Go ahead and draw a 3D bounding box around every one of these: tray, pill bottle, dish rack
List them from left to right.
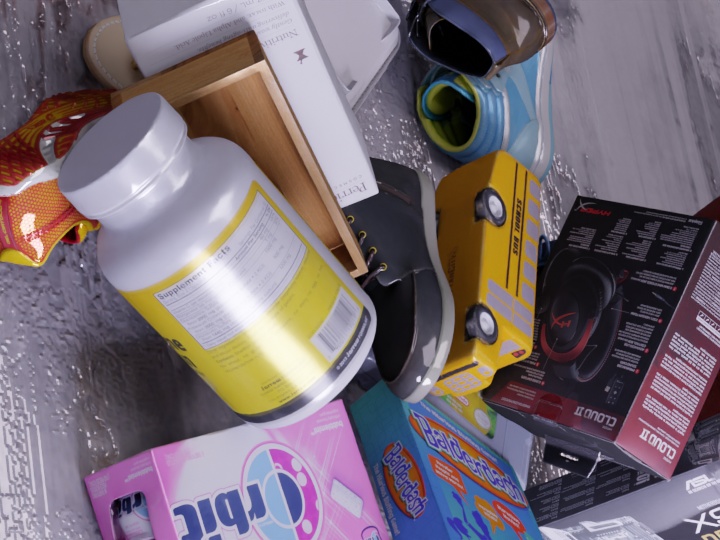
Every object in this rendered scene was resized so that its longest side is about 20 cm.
[{"bbox_3d":[-0.087,-0.007,1.062,0.200,0.111,0.113,49,40,-27],"label":"pill bottle"},{"bbox_3d":[-0.074,-0.054,1.139,0.201,0.098,0.037,63,4,-46],"label":"tray"},{"bbox_3d":[-0.045,-0.214,1.368,0.201,0.043,0.172,52,40,-17],"label":"dish rack"}]

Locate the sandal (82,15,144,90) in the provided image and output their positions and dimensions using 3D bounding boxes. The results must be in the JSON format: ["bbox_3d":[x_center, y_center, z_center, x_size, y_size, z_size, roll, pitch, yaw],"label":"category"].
[{"bbox_3d":[-0.092,-0.136,1.245,0.211,0.069,0.078,26,52,-40],"label":"sandal"}]

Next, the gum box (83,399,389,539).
[{"bbox_3d":[-0.075,0.159,1.111,0.199,0.066,0.115,-9,78,-52],"label":"gum box"}]

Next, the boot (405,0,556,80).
[{"bbox_3d":[0.060,-0.231,1.435,0.199,0.075,0.097,34,41,10],"label":"boot"}]

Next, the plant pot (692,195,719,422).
[{"bbox_3d":[0.317,0.061,1.550,0.201,0.175,0.200,55,38,-13],"label":"plant pot"}]

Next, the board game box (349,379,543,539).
[{"bbox_3d":[0.075,0.182,1.231,0.152,0.045,0.201,38,19,-35],"label":"board game box"}]

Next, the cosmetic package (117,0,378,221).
[{"bbox_3d":[-0.072,-0.121,1.159,0.082,0.112,0.201,-108,173,-46],"label":"cosmetic package"}]

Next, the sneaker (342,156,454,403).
[{"bbox_3d":[0.000,0.000,1.252,0.105,0.075,0.201,18,44,-27],"label":"sneaker"}]

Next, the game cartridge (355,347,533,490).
[{"bbox_3d":[0.068,0.068,1.361,0.200,0.040,0.134,40,41,-31],"label":"game cartridge"}]

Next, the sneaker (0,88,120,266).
[{"bbox_3d":[-0.181,-0.064,1.117,0.200,0.072,0.078,-46,140,-55],"label":"sneaker"}]

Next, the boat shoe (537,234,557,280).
[{"bbox_3d":[0.159,0.011,1.481,0.069,0.084,0.200,53,18,6],"label":"boat shoe"}]

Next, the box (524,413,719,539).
[{"bbox_3d":[0.246,0.202,1.369,0.158,0.199,0.050,44,38,-27],"label":"box"}]

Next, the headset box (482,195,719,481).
[{"bbox_3d":[0.191,0.056,1.321,0.075,0.148,0.202,33,78,-36],"label":"headset box"}]

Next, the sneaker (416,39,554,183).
[{"bbox_3d":[0.101,-0.174,1.494,0.130,0.079,0.202,20,56,-45],"label":"sneaker"}]

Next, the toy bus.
[{"bbox_3d":[0.090,0.005,1.341,0.078,0.065,0.202,37,45,-35],"label":"toy bus"}]
